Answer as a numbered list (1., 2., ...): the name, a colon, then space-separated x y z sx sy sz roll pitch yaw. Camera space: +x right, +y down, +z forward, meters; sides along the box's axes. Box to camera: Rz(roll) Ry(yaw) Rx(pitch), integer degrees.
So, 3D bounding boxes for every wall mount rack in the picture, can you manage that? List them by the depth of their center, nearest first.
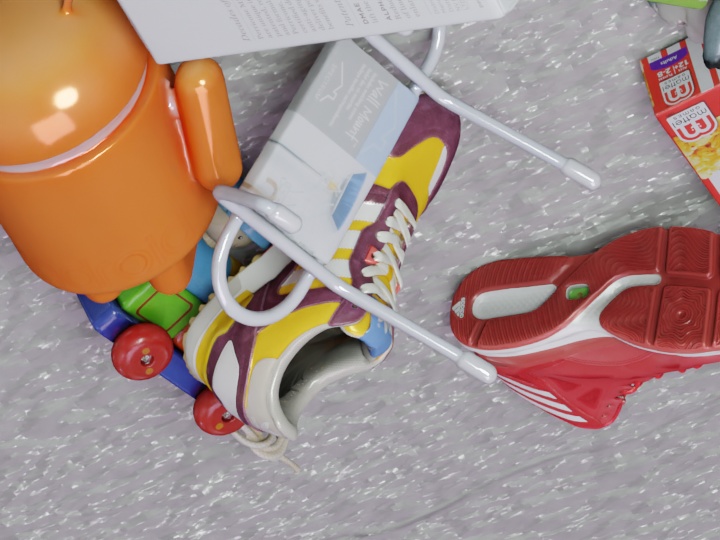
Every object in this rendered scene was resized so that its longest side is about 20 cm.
1. wall mount rack: 0.021 -0.042 1.492 0.174 0.075 0.200 37 77 -38

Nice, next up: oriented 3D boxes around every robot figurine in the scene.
1. robot figurine: -0.139 -0.069 1.483 0.117 0.144 0.200 -46 139 -16

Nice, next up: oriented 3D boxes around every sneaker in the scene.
1. sneaker: 0.000 0.000 1.556 0.200 0.090 0.075 -52 140 0
2. sneaker: 0.161 0.035 1.681 0.200 0.078 0.116 1 154 24

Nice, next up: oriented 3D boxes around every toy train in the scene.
1. toy train: -0.056 0.029 1.642 0.116 0.085 0.200 -42 133 11

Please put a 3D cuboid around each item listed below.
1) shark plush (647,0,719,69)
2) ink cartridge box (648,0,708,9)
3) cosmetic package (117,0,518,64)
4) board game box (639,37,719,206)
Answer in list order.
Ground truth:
1. shark plush: 0.197 -0.182 1.454 0.091 0.083 0.200 -21 147 -27
2. ink cartridge box: 0.128 -0.229 1.390 0.148 0.076 0.200 8 136 -19
3. cosmetic package: -0.012 -0.159 1.356 0.200 0.102 0.074 -5 130 38
4. board game box: 0.261 -0.073 1.608 0.151 0.046 0.200 -26 136 17
